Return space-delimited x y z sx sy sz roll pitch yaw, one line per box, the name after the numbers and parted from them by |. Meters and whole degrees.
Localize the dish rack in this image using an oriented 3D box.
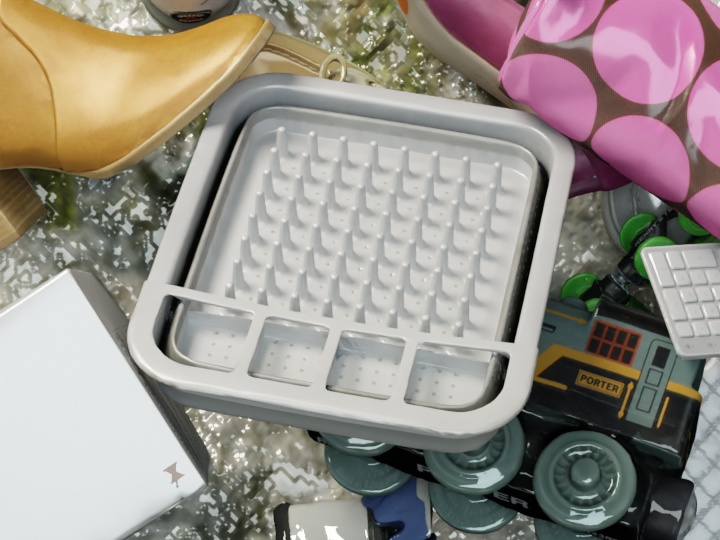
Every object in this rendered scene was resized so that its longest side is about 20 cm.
0.000 0.000 1.111 0.171 0.044 0.201 9 47 7 | dish rack

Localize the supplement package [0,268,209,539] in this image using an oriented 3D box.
-0.140 0.073 1.132 0.113 0.200 0.110 -33 91 -4 | supplement package

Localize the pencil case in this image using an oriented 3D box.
0.160 -0.070 1.122 0.200 0.091 0.094 35 88 4 | pencil case

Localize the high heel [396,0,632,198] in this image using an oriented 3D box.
0.075 -0.126 1.206 0.096 0.067 0.201 -25 73 -5 | high heel

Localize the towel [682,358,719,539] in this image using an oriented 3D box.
0.211 0.094 1.213 0.165 0.086 0.200 42 86 2 | towel

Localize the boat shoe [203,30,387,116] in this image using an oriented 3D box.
0.009 -0.050 1.212 0.199 0.063 0.073 34 88 -2 | boat shoe

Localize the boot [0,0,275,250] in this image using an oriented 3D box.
-0.153 -0.106 1.173 0.201 0.071 0.144 -32 102 22 | boot

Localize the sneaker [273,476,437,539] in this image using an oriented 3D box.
-0.019 0.196 1.206 0.114 0.081 0.201 -1 89 6 | sneaker

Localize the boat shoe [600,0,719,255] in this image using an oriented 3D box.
0.180 -0.095 1.219 0.072 0.069 0.201 34 88 -3 | boat shoe

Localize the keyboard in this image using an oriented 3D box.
0.221 0.009 1.156 0.199 0.011 0.057 -3 65 -26 | keyboard

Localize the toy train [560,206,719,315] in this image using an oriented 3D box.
0.114 0.034 1.209 0.056 0.042 0.200 37 105 -23 | toy train

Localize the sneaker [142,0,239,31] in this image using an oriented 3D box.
-0.087 -0.219 1.198 0.074 0.089 0.201 -10 88 -2 | sneaker

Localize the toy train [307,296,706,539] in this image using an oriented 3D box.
0.064 0.058 1.148 0.199 0.085 0.114 18 69 13 | toy train
